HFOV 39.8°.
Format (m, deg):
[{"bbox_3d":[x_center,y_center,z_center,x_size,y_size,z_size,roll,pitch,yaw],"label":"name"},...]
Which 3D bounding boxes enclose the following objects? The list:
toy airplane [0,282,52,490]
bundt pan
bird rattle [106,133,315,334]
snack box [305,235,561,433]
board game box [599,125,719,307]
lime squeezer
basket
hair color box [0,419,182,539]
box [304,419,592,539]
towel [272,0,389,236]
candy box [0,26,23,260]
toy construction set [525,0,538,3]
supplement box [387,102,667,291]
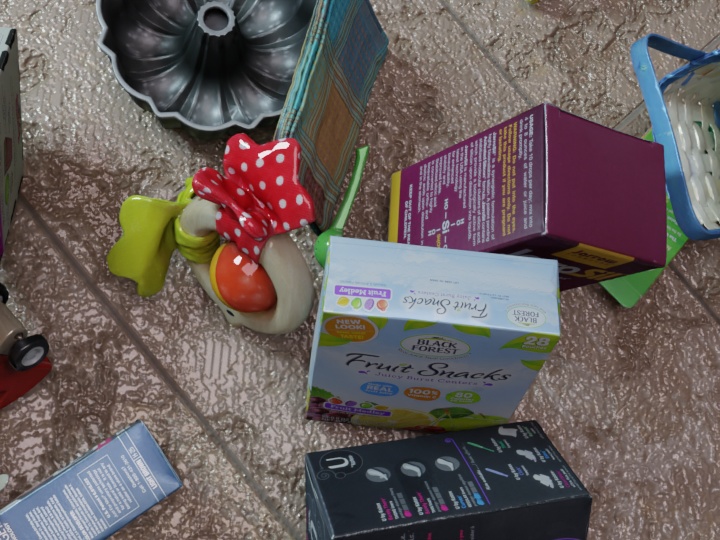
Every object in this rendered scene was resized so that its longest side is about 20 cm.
[{"bbox_3d":[-0.337,0.093,0.710,0.197,0.142,0.201,23,29,-17],"label":"toy airplane"},{"bbox_3d":[-0.129,-0.203,0.870,0.199,0.076,0.204,3,75,-12],"label":"bundt pan"},{"bbox_3d":[-0.093,-0.023,0.783,0.164,0.199,0.113,57,46,-23],"label":"bird rattle"},{"bbox_3d":[0.046,0.059,0.764,0.167,0.201,0.068,6,58,-3],"label":"snack box"},{"bbox_3d":[0.274,-0.062,0.943,0.095,0.030,0.200,43,69,2],"label":"board game box"},{"bbox_3d":[0.000,0.000,0.862,0.070,0.038,0.202,-19,95,-22],"label":"lime squeezer"},{"bbox_3d":[0.318,-0.110,0.867,0.199,0.138,0.178,3,73,-43],"label":"basket"},{"bbox_3d":[-0.233,0.190,0.735,0.199,0.100,0.061,-34,90,-17],"label":"hair color box"},{"bbox_3d":[0.062,0.205,0.767,0.198,0.106,0.124,-5,115,-14],"label":"box"},{"bbox_3d":[-0.023,-0.147,0.847,0.021,0.147,0.202,10,73,19],"label":"towel"},{"bbox_3d":[-0.291,-0.078,0.725,0.060,0.138,0.201,3,34,-11],"label":"candy box"},{"bbox_3d":[0.152,-0.373,0.969,0.131,0.092,0.200,-43,98,-18],"label":"toy construction set"},{"bbox_3d":[0.128,-0.043,0.801,0.130,0.199,0.104,13,72,-30],"label":"supplement box"}]
